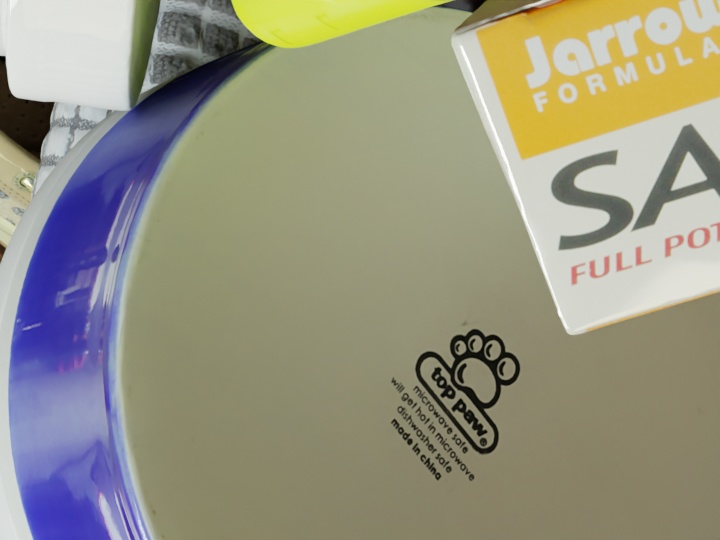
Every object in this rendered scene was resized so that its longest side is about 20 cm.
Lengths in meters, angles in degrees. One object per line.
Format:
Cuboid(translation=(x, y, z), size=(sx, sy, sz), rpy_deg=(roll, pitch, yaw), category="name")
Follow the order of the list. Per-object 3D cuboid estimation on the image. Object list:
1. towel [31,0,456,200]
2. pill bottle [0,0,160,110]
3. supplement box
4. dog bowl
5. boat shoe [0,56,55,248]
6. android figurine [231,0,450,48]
Cuboid(translation=(0.000, 0.000, 0.761), size=(0.199, 0.166, 0.085), rpy_deg=(20, 160, -29), category="towel")
Cuboid(translation=(-0.148, -0.101, 0.637), size=(0.199, 0.110, 0.110), rpy_deg=(9, 149, -1), category="pill bottle")
Cuboid(translation=(0.110, -0.063, 0.596), size=(0.126, 0.200, 0.074), rpy_deg=(-17, 102, 21), category="supplement box")
Cuboid(translation=(0.006, 0.035, 0.664), size=(0.199, 0.201, 0.079), rpy_deg=(19, 162, -29), category="dog bowl")
Cuboid(translation=(-0.094, -0.044, 0.787), size=(0.199, 0.074, 0.063), rpy_deg=(18, 147, -30), category="boat shoe")
Cuboid(translation=(0.044, -0.105, 0.624), size=(0.182, 0.041, 0.200), rpy_deg=(-32, -165, -37), category="android figurine")
